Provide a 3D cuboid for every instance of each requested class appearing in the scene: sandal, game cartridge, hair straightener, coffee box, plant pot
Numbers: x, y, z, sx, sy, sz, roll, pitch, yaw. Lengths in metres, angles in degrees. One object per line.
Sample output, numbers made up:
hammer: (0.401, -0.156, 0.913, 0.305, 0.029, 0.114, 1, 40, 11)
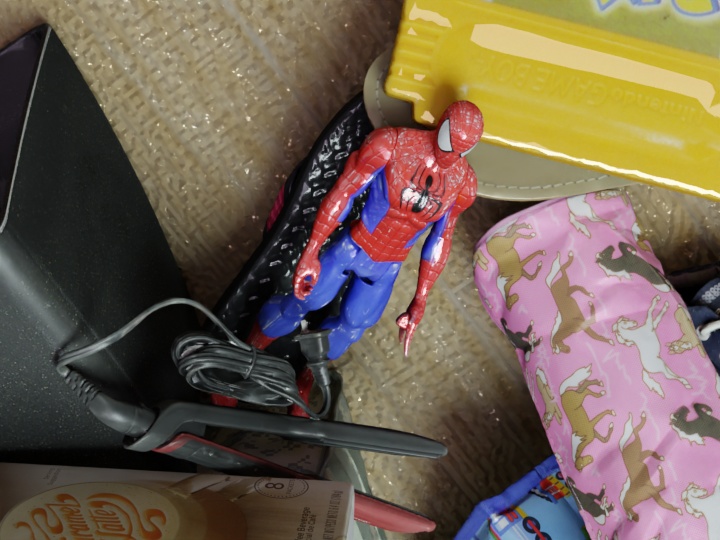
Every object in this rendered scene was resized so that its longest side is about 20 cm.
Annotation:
sandal: (0.104, -0.071, 0.809, 0.210, 0.070, 0.078, 0, 91, -3)
game cartridge: (0.115, -0.145, 0.757, 0.175, 0.032, 0.202, 13, 90, -3)
sandal: (-0.014, -0.024, 0.846, 0.075, 0.045, 0.200, 35, 103, -21)
hair straightener: (-0.042, 0.057, 0.754, 0.199, 0.041, 0.078, 21, 75, -31)
coffee box: (-0.105, 0.138, 0.684, 0.198, 0.114, 0.080, 2, 109, 3)
plant pot: (-0.181, 0.040, 0.817, 0.199, 0.200, 0.178, -29, 120, 15)

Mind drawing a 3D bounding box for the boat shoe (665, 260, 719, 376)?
boat shoe: (0.193, 0.048, 0.797, 0.074, 0.200, 0.093, -37, 103, -18)

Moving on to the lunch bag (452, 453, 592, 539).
lunch bag: (0.101, 0.195, 0.875, 0.151, 0.094, 0.200, 52, 147, 15)

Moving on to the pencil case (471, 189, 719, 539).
pencil case: (0.120, 0.060, 0.789, 0.086, 0.201, 0.083, -12, 156, -19)

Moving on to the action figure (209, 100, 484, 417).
action figure: (0.000, 0.000, 0.776, 0.065, 0.052, 0.201, 23, 124, -16)

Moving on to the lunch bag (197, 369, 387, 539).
lunch bag: (-0.043, 0.170, 0.853, 0.117, 0.200, 0.165, -12, 112, 9)
